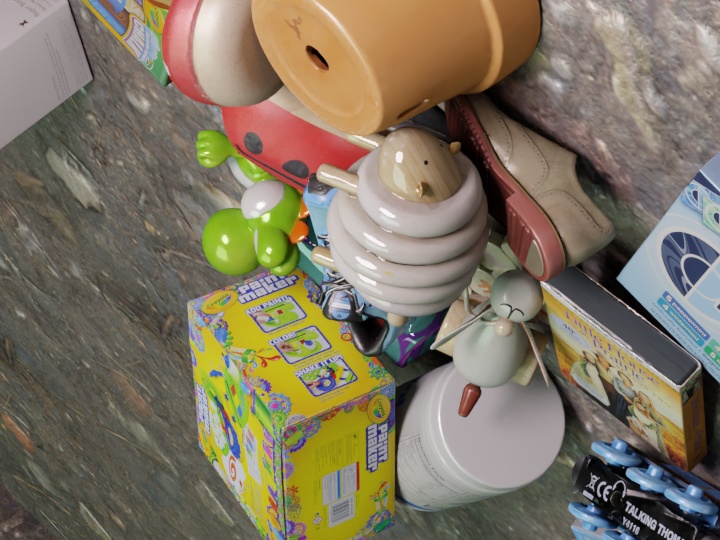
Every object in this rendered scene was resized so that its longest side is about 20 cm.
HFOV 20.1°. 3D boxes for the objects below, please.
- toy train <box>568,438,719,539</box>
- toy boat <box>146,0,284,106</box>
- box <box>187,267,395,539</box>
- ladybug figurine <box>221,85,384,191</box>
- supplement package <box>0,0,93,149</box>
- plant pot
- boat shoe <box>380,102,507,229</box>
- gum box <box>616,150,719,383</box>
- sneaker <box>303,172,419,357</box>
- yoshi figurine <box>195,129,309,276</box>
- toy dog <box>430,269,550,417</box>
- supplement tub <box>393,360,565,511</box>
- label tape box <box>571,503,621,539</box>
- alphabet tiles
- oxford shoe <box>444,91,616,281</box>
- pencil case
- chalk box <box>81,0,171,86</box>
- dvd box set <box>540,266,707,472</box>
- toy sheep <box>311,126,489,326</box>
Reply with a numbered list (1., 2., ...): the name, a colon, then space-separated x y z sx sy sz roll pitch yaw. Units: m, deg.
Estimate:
1. toy train: 0.262 0.208 1.713 0.114 0.087 0.200 16 -172 -32
2. toy boat: -0.111 -0.220 1.596 0.130 0.200 0.131 5 138 20
3. box: -0.065 0.137 1.920 0.193 0.122 0.200 49 151 39
4. ladybug figurine: -0.040 -0.107 1.733 0.200 0.072 0.136 27 172 -20
5. supplement package: -0.407 -0.214 2.160 0.121 0.200 0.120 34 153 32
6. plant pot: 0.014 -0.193 1.503 0.200 0.140 0.200 40 156 21
7. boat shoe: 0.078 -0.081 1.654 0.200 0.068 0.072 41 156 7
8. gum box: 0.284 0.016 1.457 0.170 0.045 0.200 46 157 9
9. sneaker: 0.000 0.000 1.692 0.078 0.090 0.200 13 147 35
10. yoshi figurine: -0.106 -0.077 1.824 0.112 0.112 0.201 127 143 -47
11. toy dog: 0.106 0.065 1.704 0.131 0.097 0.200 14 163 22
12. supplement tub: 0.095 0.152 1.901 0.132 0.132 0.200 51 156 -3
13. label tape box: 0.299 0.287 1.827 0.200 0.066 0.144 14 139 50
14. alphabet tiles: 0.092 -0.007 1.710 0.200 0.015 0.196 7 153 41
15. oxford shoe: 0.127 -0.078 1.572 0.071 0.075 0.200 89 156 -57
16. pencil case: 0.001 -0.003 1.892 0.200 0.085 0.092 45 -166 8
17. chalk box: -0.154 -0.254 1.736 0.200 0.125 0.124 48 157 8
18. dvd box set: 0.216 0.080 1.644 0.146 0.029 0.200 39 168 23
19. toy sheep: 0.034 -0.032 1.565 0.138 0.138 0.200 38 148 26
